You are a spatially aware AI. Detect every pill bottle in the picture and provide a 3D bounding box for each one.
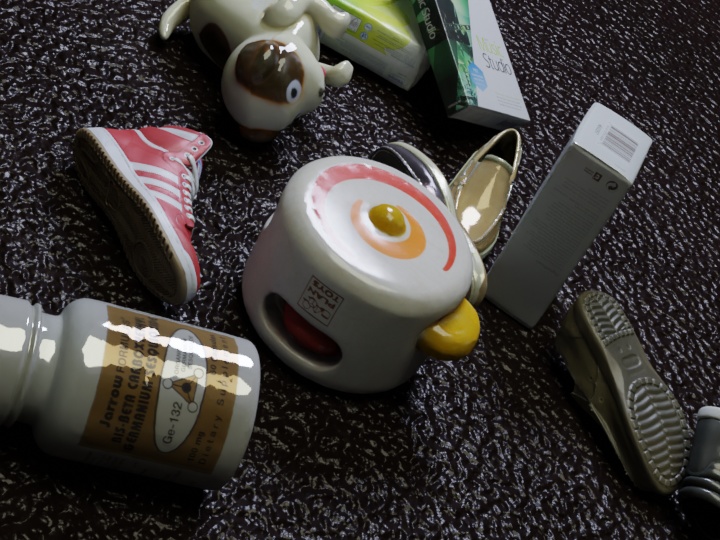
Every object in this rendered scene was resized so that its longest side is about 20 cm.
[{"bbox_3d":[-0.181,0.083,0.994,0.197,0.115,0.115,16,40,-20],"label":"pill bottle"}]

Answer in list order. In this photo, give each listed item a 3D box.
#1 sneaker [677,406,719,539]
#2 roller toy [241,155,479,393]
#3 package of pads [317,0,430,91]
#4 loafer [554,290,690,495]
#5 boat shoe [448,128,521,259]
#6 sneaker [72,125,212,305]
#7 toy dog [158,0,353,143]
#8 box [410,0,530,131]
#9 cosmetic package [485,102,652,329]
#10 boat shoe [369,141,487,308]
[{"bbox_3d":[0.360,0.220,1.268,0.200,0.070,0.100,40,67,-25],"label":"sneaker"},{"bbox_3d":[0.000,0.000,1.190,0.180,0.140,0.202,8,44,-27],"label":"roller toy"},{"bbox_3d":[0.029,-0.304,1.606,0.153,0.069,0.201,28,38,-2],"label":"package of pads"},{"bbox_3d":[0.244,0.119,1.294,0.075,0.067,0.203,-6,67,-34],"label":"loafer"},{"bbox_3d":[0.127,-0.087,1.425,0.071,0.077,0.201,28,38,-5],"label":"boat shoe"},{"bbox_3d":[-0.161,-0.057,1.198,0.111,0.072,0.201,-11,52,-37],"label":"sneaker"},{"bbox_3d":[-0.098,-0.228,1.380,0.191,0.141,0.202,-1,47,-18],"label":"toy dog"},{"bbox_3d":[0.118,-0.261,1.558,0.144,0.036,0.203,4,65,-56],"label":"box"},{"bbox_3d":[0.196,-0.052,1.333,0.074,0.201,0.102,34,37,4],"label":"cosmetic package"},{"bbox_3d":[0.054,-0.046,1.336,0.064,0.072,0.202,1,53,-42],"label":"boat shoe"}]
